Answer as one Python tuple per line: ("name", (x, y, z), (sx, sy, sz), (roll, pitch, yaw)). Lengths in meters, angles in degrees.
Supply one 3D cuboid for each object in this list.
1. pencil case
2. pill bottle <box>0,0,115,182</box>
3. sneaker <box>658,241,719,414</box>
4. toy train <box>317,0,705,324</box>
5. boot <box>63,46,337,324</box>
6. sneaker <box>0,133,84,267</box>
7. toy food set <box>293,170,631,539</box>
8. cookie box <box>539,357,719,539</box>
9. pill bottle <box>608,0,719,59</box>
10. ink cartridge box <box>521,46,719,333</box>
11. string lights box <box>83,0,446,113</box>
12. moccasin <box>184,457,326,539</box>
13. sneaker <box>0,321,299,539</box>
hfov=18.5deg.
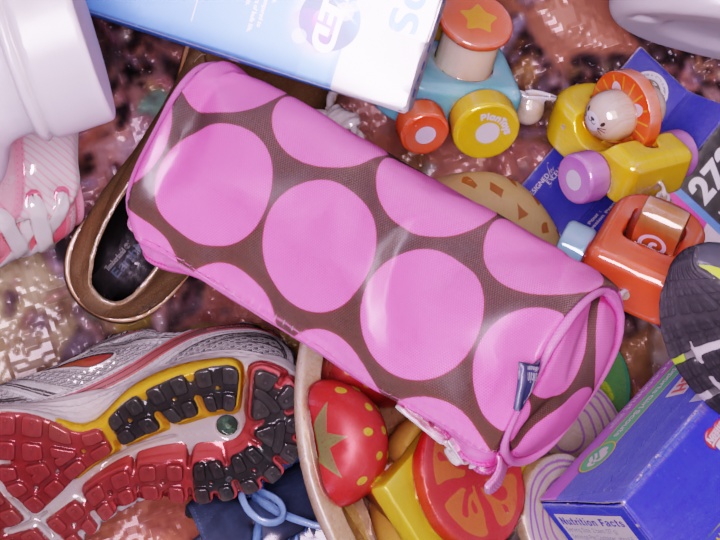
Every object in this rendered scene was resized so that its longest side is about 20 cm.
("pencil case", (0.000, 0.000, 0.864), (0.200, 0.091, 0.094), (31, 91, 23))
("pill bottle", (-0.199, -0.066, 0.831), (0.199, 0.111, 0.112), (-17, 92, -2))
("sneaker", (0.201, 0.031, 0.883), (0.200, 0.074, 0.081), (27, 61, -26))
("toy train", (0.075, -0.055, 0.935), (0.200, 0.150, 0.056), (28, 126, 13))
("boot", (-0.058, -0.063, 0.962), (0.073, 0.075, 0.200), (33, 84, -5))
("sneaker", (-0.174, -0.013, 0.925), (0.104, 0.075, 0.201), (21, 63, -12))
("toy food set", (0.052, 0.071, 0.945), (0.198, 0.049, 0.200), (58, 44, -13))
("cookie box", (0.201, 0.116, 0.943), (0.171, 0.075, 0.200), (-43, 103, -24))
("pill bottle", (0.184, -0.198, 0.978), (0.114, 0.114, 0.201), (13, 87, -8))
("ink cartridge box", (0.175, -0.003, 1.016), (0.200, 0.037, 0.095), (42, 84, -4))
("string lights box", (-0.060, -0.141, 0.894), (0.199, 0.059, 0.103), (18, 96, 1))
("moccasin", (-0.051, 0.125, 0.955), (0.200, 0.080, 0.068), (-46, 107, -7))
("sneaker", (-0.117, 0.073, 0.958), (0.199, 0.082, 0.078), (-12, 112, 6))
